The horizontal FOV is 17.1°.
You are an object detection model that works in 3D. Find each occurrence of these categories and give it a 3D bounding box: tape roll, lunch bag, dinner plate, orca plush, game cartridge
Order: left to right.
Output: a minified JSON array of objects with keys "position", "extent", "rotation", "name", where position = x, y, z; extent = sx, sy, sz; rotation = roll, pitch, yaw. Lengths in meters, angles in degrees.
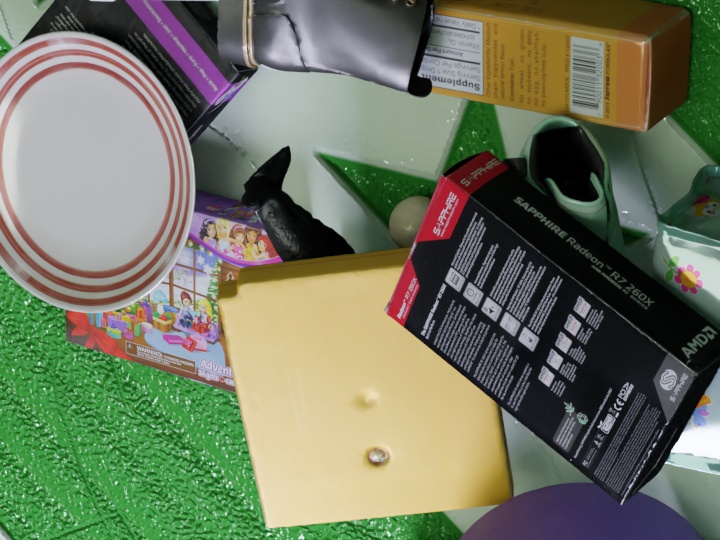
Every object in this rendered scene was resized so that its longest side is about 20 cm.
[{"position":[-0.197,-0.070,1.705],"extent":[0.199,0.024,0.201],"rotation":[7,105,27],"name":"dinner plate"},{"position":[0.000,0.000,1.649],"extent":[0.071,0.105,0.201],"rotation":[-23,106,19],"name":"orca plush"},{"position":[0.005,0.078,1.613],"extent":[0.175,0.032,0.201],"rotation":[-6,119,6],"name":"game cartridge"},{"position":[0.149,0.248,1.611],"extent":[0.199,0.085,0.201],"rotation":[1,115,1],"name":"tape roll"},{"position":[0.281,0.044,1.466],"extent":[0.199,0.122,0.171],"rotation":[14,119,23],"name":"lunch bag"}]

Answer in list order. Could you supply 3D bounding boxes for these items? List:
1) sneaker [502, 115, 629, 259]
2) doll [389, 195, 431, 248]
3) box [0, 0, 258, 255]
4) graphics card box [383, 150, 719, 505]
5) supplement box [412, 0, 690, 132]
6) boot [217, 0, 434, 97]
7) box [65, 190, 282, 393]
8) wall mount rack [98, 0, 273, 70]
[{"position":[0.136,0.002,1.504],"extent":[0.073,0.118,0.201],"rotation":[-16,78,0],"name":"sneaker"},{"position":[0.101,0.013,1.612],"extent":[0.200,0.048,0.137],"rotation":[33,118,18],"name":"doll"},{"position":[-0.181,-0.128,1.718],"extent":[0.200,0.036,0.143],"rotation":[-45,78,26],"name":"box"},{"position":[0.118,0.034,1.469],"extent":[0.200,0.051,0.126],"rotation":[39,133,19],"name":"graphics card box"},{"position":[0.106,-0.143,1.531],"extent":[0.199,0.066,0.069],"rotation":[15,120,28],"name":"supplement box"},{"position":[-0.011,-0.208,1.489],"extent":[0.138,0.078,0.201],"rotation":[14,131,12],"name":"boot"},{"position":[-0.130,0.009,1.768],"extent":[0.199,0.039,0.138],"rotation":[15,116,28],"name":"box"},{"position":[-0.090,-0.226,1.592],"extent":[0.173,0.075,0.201],"rotation":[19,119,23],"name":"wall mount rack"}]
